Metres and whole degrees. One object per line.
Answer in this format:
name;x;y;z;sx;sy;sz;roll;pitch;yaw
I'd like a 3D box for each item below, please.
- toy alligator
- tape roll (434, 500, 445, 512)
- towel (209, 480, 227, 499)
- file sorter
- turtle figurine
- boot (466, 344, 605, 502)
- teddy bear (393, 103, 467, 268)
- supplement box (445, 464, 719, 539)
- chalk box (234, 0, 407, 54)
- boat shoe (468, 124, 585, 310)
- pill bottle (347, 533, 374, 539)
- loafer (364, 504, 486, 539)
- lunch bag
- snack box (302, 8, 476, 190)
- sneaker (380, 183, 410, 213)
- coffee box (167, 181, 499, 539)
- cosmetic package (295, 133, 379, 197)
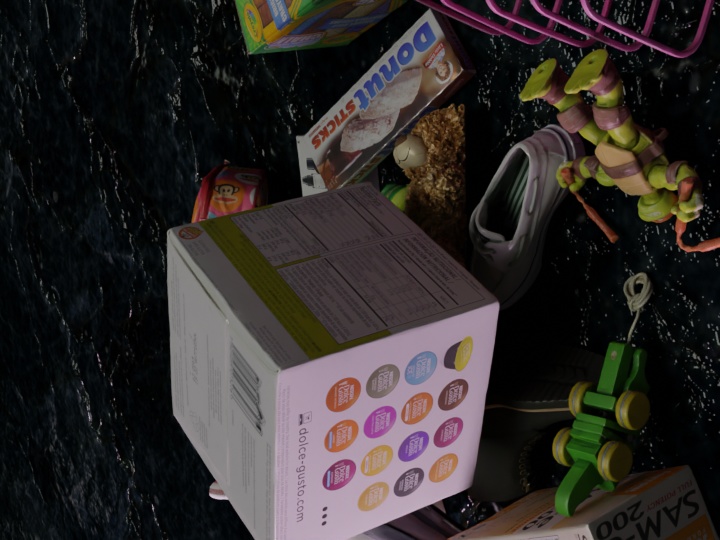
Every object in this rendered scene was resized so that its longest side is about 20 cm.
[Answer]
toy alligator;0.205;0.103;0.938;0.059;0.054;0.201;8;72;51
tape roll;0.009;0.271;1.298;0.202;0.070;0.204;25;121;50
towel;-0.058;0.180;1.261;0.030;0.200;0.146;56;149;-14
file sorter;0.141;-0.230;0.838;0.200;0.138;0.126;21;96;51
turtle figurine;0.199;-0.087;0.873;0.161;0.064;0.200;49;171;-25
boot;0.156;0.145;1.059;0.199;0.078;0.139;-6;120;41
teddy bear;0.063;-0.047;1.057;0.145;0.066;0.202;-44;-48;-85
supplement box;0.176;0.226;0.982;0.200;0.125;0.074;-27;84;55
chalk box;-0.049;-0.288;1.144;0.200;0.123;0.125;-22;83;56
boat shoe;0.123;-0.042;1.025;0.074;0.066;0.201;50;138;35
pill bottle;0.024;0.164;1.153;0.112;0.112;0.201;15;86;53
loafer;0.097;0.247;1.087;0.063;0.199;0.072;-68;15;-11
lunch bag;-0.148;-0.021;1.379;0.176;0.081;0.202;-81;-2;-74
snack box;0.023;-0.156;1.128;0.200;0.024;0.072;-41;66;36
sneaker;0.000;0.000;1.173;0.200;0.074;0.084;-52;28;4
coffee box;-0.028;0.076;0.974;0.200;0.197;0.201;45;141;44
cosmetic package;-0.018;-0.045;1.248;0.082;0.050;0.202;9;108;55
